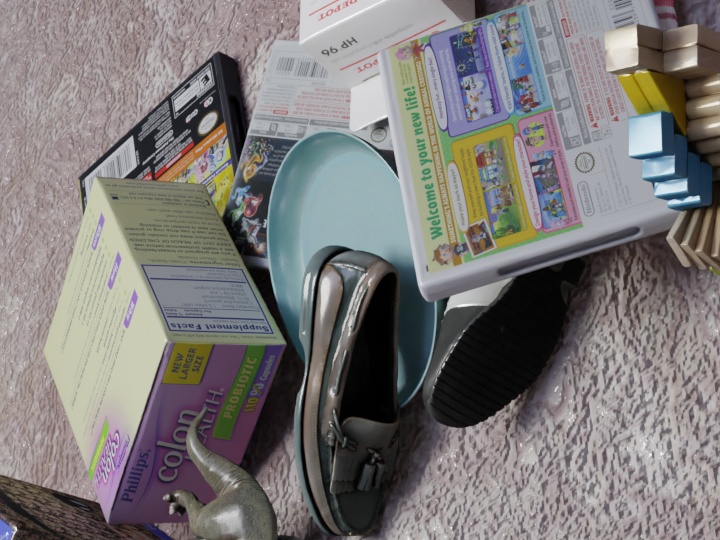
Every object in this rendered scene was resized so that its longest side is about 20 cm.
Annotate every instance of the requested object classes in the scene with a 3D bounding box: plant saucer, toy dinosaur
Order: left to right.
[{"bbox_3d":[-0.090,0.196,1.274,0.102,0.077,0.202,-12,59,33],"label":"toy dinosaur"},{"bbox_3d":[0.000,0.000,1.279,0.199,0.027,0.202,24,121,49],"label":"plant saucer"}]

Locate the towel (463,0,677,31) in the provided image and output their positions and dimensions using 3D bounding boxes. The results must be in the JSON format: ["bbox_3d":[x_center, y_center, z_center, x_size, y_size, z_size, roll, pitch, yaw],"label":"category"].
[{"bbox_3d":[0.132,-0.094,1.160,0.145,0.030,0.201,-8,52,18],"label":"towel"}]

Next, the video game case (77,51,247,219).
[{"bbox_3d":[-0.165,-0.058,1.557,0.200,0.025,0.182,-37,48,31],"label":"video game case"}]

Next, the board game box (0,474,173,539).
[{"bbox_3d":[-0.224,0.228,1.357,0.159,0.199,0.098,23,90,50],"label":"board game box"}]

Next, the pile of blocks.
[{"bbox_3d":[0.203,-0.053,1.007,0.062,0.200,0.082,-8,40,46],"label":"pile of blocks"}]

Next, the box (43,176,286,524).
[{"bbox_3d":[-0.154,0.059,1.398,0.201,0.096,0.177,60,137,46],"label":"box"}]

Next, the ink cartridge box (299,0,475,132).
[{"bbox_3d":[0.019,-0.215,1.349,0.115,0.068,0.202,-22,50,29],"label":"ink cartridge box"}]

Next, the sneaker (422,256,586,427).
[{"bbox_3d":[0.090,0.007,1.199,0.088,0.074,0.201,22,79,53],"label":"sneaker"}]

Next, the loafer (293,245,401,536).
[{"bbox_3d":[-0.003,0.086,1.232,0.063,0.071,0.202,8,104,43],"label":"loafer"}]

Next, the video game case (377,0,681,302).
[{"bbox_3d":[0.109,-0.087,1.130,0.180,0.022,0.201,-17,51,10],"label":"video game case"}]

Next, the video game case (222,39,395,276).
[{"bbox_3d":[-0.017,-0.082,1.383,0.199,0.023,0.184,10,81,43],"label":"video game case"}]

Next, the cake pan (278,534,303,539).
[{"bbox_3d":[-0.059,0.286,1.268,0.199,0.037,0.202,-24,56,42],"label":"cake pan"}]
